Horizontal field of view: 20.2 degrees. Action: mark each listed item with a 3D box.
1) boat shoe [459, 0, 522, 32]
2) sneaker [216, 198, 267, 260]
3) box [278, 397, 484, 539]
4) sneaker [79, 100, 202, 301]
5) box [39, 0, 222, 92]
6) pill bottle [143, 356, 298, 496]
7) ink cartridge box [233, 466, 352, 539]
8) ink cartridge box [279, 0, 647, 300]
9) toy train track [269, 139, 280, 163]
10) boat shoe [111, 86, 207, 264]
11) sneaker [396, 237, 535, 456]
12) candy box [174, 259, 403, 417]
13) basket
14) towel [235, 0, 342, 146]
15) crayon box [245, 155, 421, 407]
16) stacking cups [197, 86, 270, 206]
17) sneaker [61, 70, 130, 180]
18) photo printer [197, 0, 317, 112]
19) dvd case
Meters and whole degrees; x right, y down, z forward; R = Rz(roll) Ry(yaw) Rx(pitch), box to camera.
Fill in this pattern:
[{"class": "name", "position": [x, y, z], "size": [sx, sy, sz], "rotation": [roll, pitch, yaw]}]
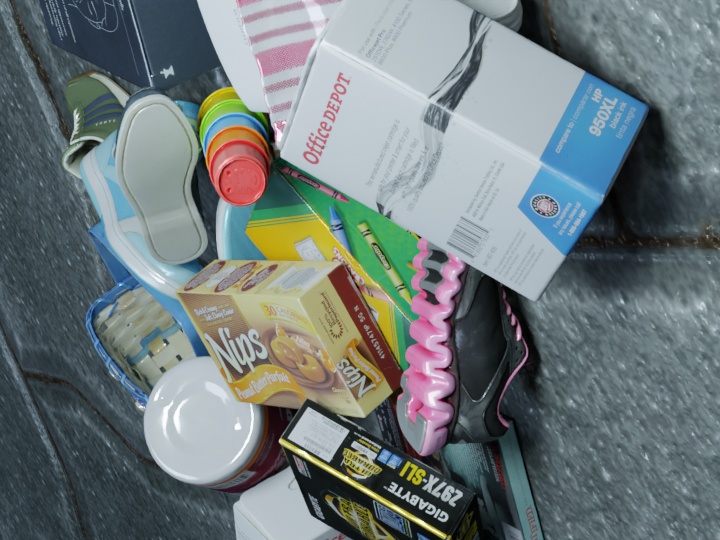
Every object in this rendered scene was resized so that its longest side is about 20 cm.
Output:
[{"class": "boat shoe", "position": [0.042, -0.237, 1.304], "size": [0.201, 0.071, 0.069], "rotation": [55, 154, 15]}, {"class": "sneaker", "position": [-0.107, 0.002, 1.810], "size": [0.130, 0.079, 0.201], "rotation": [24, 137, 52]}, {"class": "box", "position": [0.022, 0.192, 1.652], "size": [0.159, 0.050, 0.200], "rotation": [27, 162, 16]}, {"class": "sneaker", "position": [-0.172, -0.077, 1.814], "size": [0.131, 0.079, 0.200], "rotation": [-47, 53, 19]}, {"class": "box", "position": [-0.195, -0.256, 1.707], "size": [0.200, 0.107, 0.149], "rotation": [30, 140, 51]}, {"class": "pill bottle", "position": [-0.112, 0.149, 1.862], "size": [0.114, 0.114, 0.200], "rotation": [53, -173, 19]}, {"class": "ink cartridge box", "position": [-0.033, 0.271, 1.881], "size": [0.084, 0.144, 0.201], "rotation": [40, 147, 37]}, {"class": "ink cartridge box", "position": [0.061, -0.088, 1.286], "size": [0.199, 0.085, 0.145], "rotation": [29, 151, 1]}, {"class": "toy train track", "position": [-0.043, -0.095, 1.661], "size": [0.200, 0.032, 0.115], "rotation": [0, 115, 62]}, {"class": "boat shoe", "position": [-0.166, -0.088, 1.685], "size": [0.201, 0.074, 0.062], "rotation": [75, 177, -52]}, {"class": "sneaker", "position": [0.087, 0.041, 1.502], "size": [0.079, 0.095, 0.202], "rotation": [-132, 47, -66]}, {"class": "candy box", "position": [-0.060, 0.053, 1.640], "size": [0.199, 0.055, 0.116], "rotation": [2, 125, 56]}, {"class": "basket", "position": [-0.187, 0.057, 1.970], "size": [0.176, 0.139, 0.201], "rotation": [44, 160, 36]}, {"class": "towel", "position": [-0.020, -0.190, 1.419], "size": [0.145, 0.030, 0.201], "rotation": [-10, 110, 20]}, {"class": "crayon box", "position": [0.000, 0.000, 1.612], "size": [0.200, 0.058, 0.119], "rotation": [48, 152, 11]}, {"class": "stacking cups", "position": [-0.093, -0.096, 1.591], "size": [0.200, 0.060, 0.061], "rotation": [-116, 7, -71]}, {"class": "sneaker", "position": [-0.260, -0.131, 1.981], "size": [0.200, 0.089, 0.067], "rotation": [37, 147, 44]}, {"class": "photo printer", "position": [-0.060, -0.200, 1.542], "size": [0.200, 0.069, 0.167], "rotation": [12, 125, 60]}, {"class": "dvd case", "position": [0.078, 0.162, 1.701], "size": [0.200, 0.022, 0.147], "rotation": [23, 135, 56]}]
